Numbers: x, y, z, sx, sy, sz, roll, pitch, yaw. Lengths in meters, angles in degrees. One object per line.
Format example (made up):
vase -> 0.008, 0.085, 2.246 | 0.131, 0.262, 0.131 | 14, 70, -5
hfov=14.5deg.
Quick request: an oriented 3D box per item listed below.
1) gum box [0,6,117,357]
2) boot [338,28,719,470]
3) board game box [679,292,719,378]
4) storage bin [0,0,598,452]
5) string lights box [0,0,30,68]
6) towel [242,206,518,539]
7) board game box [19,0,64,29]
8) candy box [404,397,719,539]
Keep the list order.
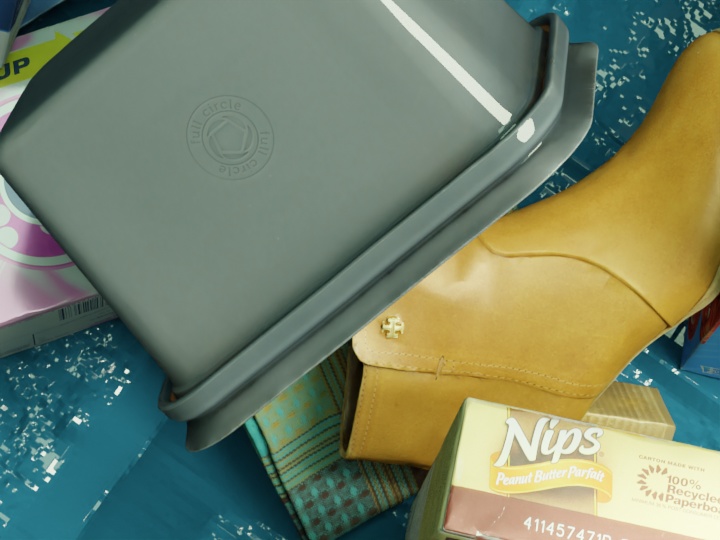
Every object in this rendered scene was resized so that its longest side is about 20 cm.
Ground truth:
gum box -> -0.124, -0.037, 1.179 | 0.199, 0.066, 0.114 | -19, 80, -9
boot -> 0.068, -0.007, 1.118 | 0.143, 0.071, 0.203 | 9, 107, -13
board game box -> 0.186, -0.069, 1.144 | 0.055, 0.196, 0.201 | 11, 75, -1
storage bin -> -0.030, -0.060, 1.040 | 0.200, 0.146, 0.134 | -37, 106, 21
string lights box -> -0.137, -0.181, 1.090 | 0.059, 0.200, 0.103 | 19, 56, -4
towel -> 0.000, 0.000, 1.153 | 0.146, 0.022, 0.201 | -28, 111, -10
board game box -> -0.168, -0.175, 1.221 | 0.199, 0.039, 0.158 | -35, 82, -17
candy box -> 0.079, 0.107, 1.090 | 0.115, 0.200, 0.056 | 13, 73, -1
